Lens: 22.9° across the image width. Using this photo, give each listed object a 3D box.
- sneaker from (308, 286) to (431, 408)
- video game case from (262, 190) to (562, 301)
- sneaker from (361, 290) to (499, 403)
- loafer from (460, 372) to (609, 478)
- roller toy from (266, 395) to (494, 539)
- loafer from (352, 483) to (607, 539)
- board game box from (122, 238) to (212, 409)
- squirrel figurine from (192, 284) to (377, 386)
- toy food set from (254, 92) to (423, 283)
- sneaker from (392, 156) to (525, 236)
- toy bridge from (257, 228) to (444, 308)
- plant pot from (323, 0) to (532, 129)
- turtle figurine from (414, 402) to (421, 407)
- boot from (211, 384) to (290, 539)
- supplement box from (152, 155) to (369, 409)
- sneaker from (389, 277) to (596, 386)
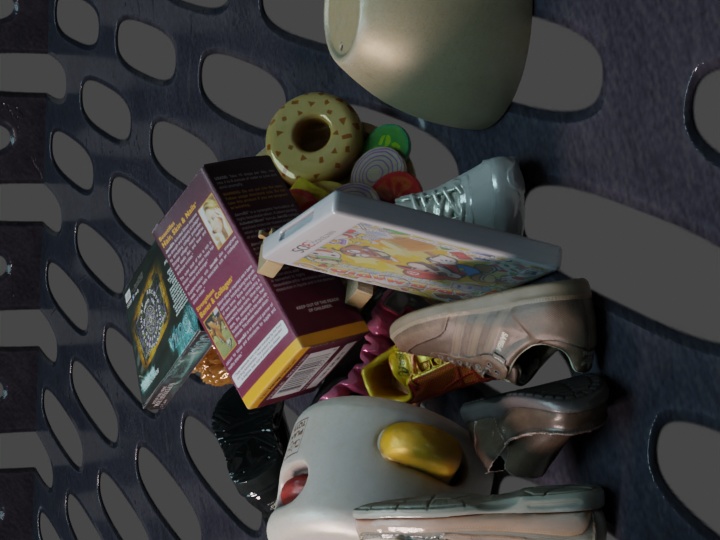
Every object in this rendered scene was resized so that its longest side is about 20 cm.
[{"bbox_3d":[0.001,0.096,1.667,0.200,0.079,0.095,-57,22,-2],"label":"sneaker"},{"bbox_3d":[0.039,-0.014,1.475,0.182,0.199,0.023,152,128,-66],"label":"video game case"},{"bbox_3d":[0.072,0.076,1.535,0.200,0.077,0.073,-39,68,50],"label":"sneaker"},{"bbox_3d":[0.144,0.126,1.401,0.200,0.073,0.071,153,104,-72],"label":"loafer"},{"bbox_3d":[0.018,0.192,1.530,0.200,0.182,0.140,54,-136,-52],"label":"roller toy"},{"bbox_3d":[0.092,0.204,1.377,0.072,0.199,0.063,-5,-92,-75],"label":"loafer"},{"bbox_3d":[-0.188,0.039,1.764,0.200,0.028,0.136,131,131,-56],"label":"board game box"},{"bbox_3d":[-0.104,0.024,1.789,0.200,0.186,0.141,-62,13,-14],"label":"squirrel figurine"},{"bbox_3d":[-0.036,-0.070,1.714,0.198,0.200,0.049,29,162,30],"label":"toy food set"},{"bbox_3d":[0.073,-0.042,1.519,0.200,0.099,0.078,134,134,-61],"label":"sneaker"},{"bbox_3d":[0.000,0.000,1.585,0.027,0.199,0.067,-48,28,47],"label":"toy bridge"},{"bbox_3d":[0.046,-0.223,1.540,0.200,0.134,0.201,179,90,-68],"label":"plant pot"},{"bbox_3d":[0.021,0.169,1.709,0.161,0.064,0.201,25,104,50],"label":"turtle figurine"},{"bbox_3d":[-0.071,0.209,1.693,0.163,0.073,0.198,61,-175,-28],"label":"boot"},{"bbox_3d":[-0.093,0.009,1.621,0.110,0.085,0.200,-48,64,42],"label":"supplement box"},{"bbox_3d":[0.102,0.058,1.421,0.200,0.070,0.076,-16,81,45],"label":"sneaker"}]
